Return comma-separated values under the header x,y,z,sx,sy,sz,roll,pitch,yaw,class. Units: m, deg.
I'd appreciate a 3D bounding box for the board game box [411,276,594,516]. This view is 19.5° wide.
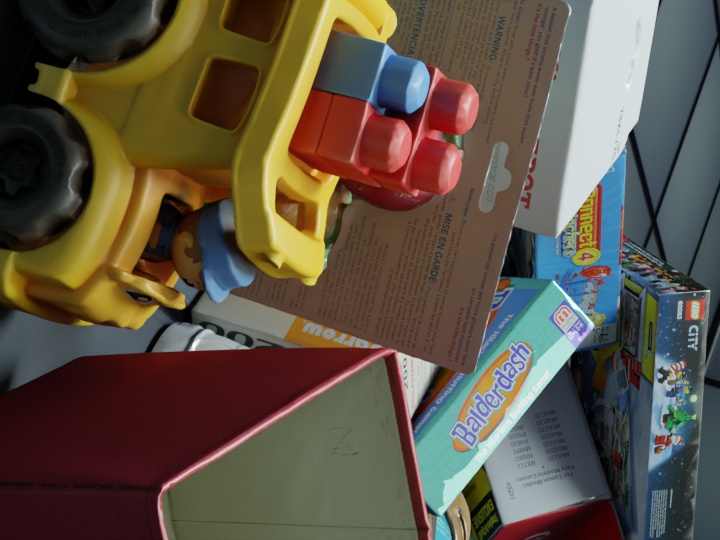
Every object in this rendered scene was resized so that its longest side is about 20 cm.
x,y,z,sx,sy,sz,roll,pitch,yaw,class
0.037,0.071,1.301,0.152,0.045,0.200,-49,-160,-17,board game box

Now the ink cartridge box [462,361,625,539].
x,y,z,sx,sy,sz,roll,pitch,yaw,class
0.100,0.155,1.465,0.200,0.084,0.176,114,-38,-65,ink cartridge box

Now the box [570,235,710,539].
x,y,z,sx,sy,sz,roll,pitch,yaw,class
0.182,0.090,1.399,0.137,0.038,0.200,-135,-136,-67,box

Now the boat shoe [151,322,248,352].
x,y,z,sx,sy,sz,roll,pitch,yaw,class
-0.107,0.127,1.134,0.072,0.066,0.200,72,38,-63,boat shoe

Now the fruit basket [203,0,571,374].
x,y,z,sx,sy,sz,roll,pitch,yaw,class
-0.008,-0.066,1.031,0.094,0.200,0.185,-12,117,-69,fruit basket

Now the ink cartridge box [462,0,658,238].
x,y,z,sx,sy,sz,roll,pitch,yaw,class
0.048,-0.136,1.134,0.146,0.200,0.147,-50,152,-51,ink cartridge box

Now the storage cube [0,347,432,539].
x,y,z,sx,sy,sz,roll,pitch,yaw,class
-0.087,0.139,0.895,0.200,0.180,0.171,-29,112,-55,storage cube

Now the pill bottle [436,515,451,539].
x,y,z,sx,sy,sz,roll,pitch,yaw,class
0.007,0.174,1.398,0.111,0.111,0.200,89,-1,-46,pill bottle

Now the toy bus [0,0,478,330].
x,y,z,sx,sy,sz,roll,pitch,yaw,class
-0.055,-0.055,0.911,0.136,0.192,0.200,33,76,-74,toy bus

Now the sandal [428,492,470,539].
x,y,z,sx,sy,sz,roll,pitch,yaw,class
0.038,0.161,1.301,0.082,0.055,0.200,-50,-163,35,sandal

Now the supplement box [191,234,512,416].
x,y,z,sx,sy,sz,roll,pitch,yaw,class
0.000,0.000,1.245,0.074,0.126,0.200,89,24,-45,supplement box

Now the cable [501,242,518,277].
x,y,z,sx,sy,sz,roll,pitch,yaw,class
0.065,-0.061,1.430,0.163,0.051,0.200,-85,155,-59,cable

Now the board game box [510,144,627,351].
x,y,z,sx,sy,sz,roll,pitch,yaw,class
0.120,-0.083,1.330,0.196,0.056,0.200,84,-2,-54,board game box
